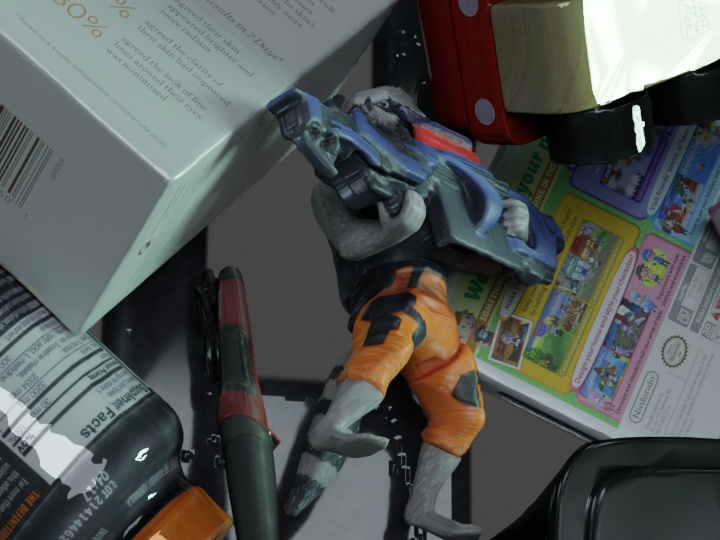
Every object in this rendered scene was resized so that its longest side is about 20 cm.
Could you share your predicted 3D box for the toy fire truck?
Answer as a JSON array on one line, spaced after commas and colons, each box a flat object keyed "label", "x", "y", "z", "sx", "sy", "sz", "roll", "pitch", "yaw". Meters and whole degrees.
[{"label": "toy fire truck", "x": 0.079, "y": -0.133, "z": 1.106, "sx": 0.175, "sy": 0.199, "sz": 0.130, "roll": -23, "pitch": 110, "yaw": -40}]

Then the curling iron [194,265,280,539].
[{"label": "curling iron", "x": -0.047, "y": 0.073, "z": 1.038, "sx": 0.025, "sy": 0.050, "sz": 0.201, "roll": -9, "pitch": 42, "yaw": -5}]

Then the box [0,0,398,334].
[{"label": "box", "x": -0.103, "y": -0.097, "z": 1.054, "sx": 0.152, "sy": 0.107, "sz": 0.200, "roll": 41, "pitch": 41, "yaw": 5}]

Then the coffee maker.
[{"label": "coffee maker", "x": 0.094, "y": 0.155, "z": 0.995, "sx": 0.191, "sy": 0.200, "sz": 0.135, "roll": -21, "pitch": 75, "yaw": -16}]

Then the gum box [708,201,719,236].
[{"label": "gum box", "x": 0.254, "y": 0.024, "z": 1.121, "sx": 0.113, "sy": 0.066, "sz": 0.201, "roll": -23, "pitch": 85, "yaw": -22}]

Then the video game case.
[{"label": "video game case", "x": 0.142, "y": -0.009, "z": 1.155, "sx": 0.181, "sy": 0.022, "sz": 0.201, "roll": 26, "pitch": 70, "yaw": -1}]

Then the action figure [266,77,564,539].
[{"label": "action figure", "x": 0.000, "y": 0.000, "z": 1.053, "sx": 0.200, "sy": 0.104, "sz": 0.195, "roll": 32, "pitch": 51, "yaw": -44}]

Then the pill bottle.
[{"label": "pill bottle", "x": -0.148, "y": 0.066, "z": 1.031, "sx": 0.200, "sy": 0.106, "sz": 0.106, "roll": 42, "pitch": 69, "yaw": 5}]
